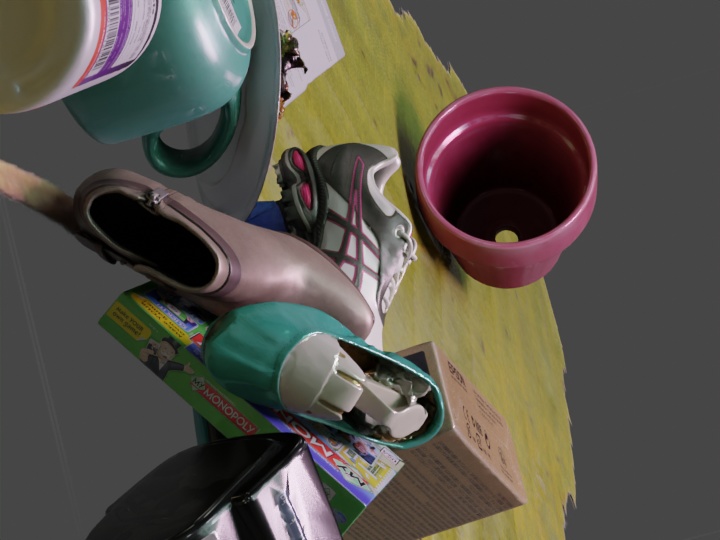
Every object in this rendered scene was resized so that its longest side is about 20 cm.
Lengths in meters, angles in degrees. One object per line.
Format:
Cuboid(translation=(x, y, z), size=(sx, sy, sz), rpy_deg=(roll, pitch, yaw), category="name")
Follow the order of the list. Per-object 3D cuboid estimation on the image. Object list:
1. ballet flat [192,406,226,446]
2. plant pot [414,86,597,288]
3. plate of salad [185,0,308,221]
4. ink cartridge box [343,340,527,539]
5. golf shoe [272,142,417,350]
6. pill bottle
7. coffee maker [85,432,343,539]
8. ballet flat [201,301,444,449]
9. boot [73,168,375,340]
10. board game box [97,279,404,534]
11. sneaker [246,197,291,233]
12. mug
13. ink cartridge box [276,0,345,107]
Cuboid(translation=(-0.074, 0.150, 1.434), size=(0.068, 0.068, 0.200), rpy_deg=(96, -9, -53), category="ballet flat")
Cuboid(translation=(0.160, -0.075, 2.457), size=(0.179, 0.200, 0.200), rpy_deg=(82, -2, -64), category="plant pot")
Cuboid(translation=(-0.082, -0.127, 1.580), size=(0.200, 0.048, 0.200), rpy_deg=(-177, -90, -68), category="plate of salad")
Cuboid(translation=(0.013, 0.136, 1.602), size=(0.200, 0.165, 0.075), rpy_deg=(48, 26, -63), category="ink cartridge box")
Cuboid(translation=(0.000, 0.000, 1.505), size=(0.077, 0.088, 0.200), rpy_deg=(81, -4, -68), category="golf shoe")
Cuboid(translation=(-0.179, -0.156, 1.283), size=(0.200, 0.111, 0.112), rpy_deg=(-49, 122, -75), category="pill bottle")
Cuboid(translation=(-0.057, 0.199, 1.301), size=(0.192, 0.135, 0.200), rpy_deg=(-61, 131, -68), category="coffee maker")
Cuboid(translation=(-0.012, 0.068, 1.375), size=(0.200, 0.070, 0.067), rpy_deg=(22, 95, -50), category="ballet flat")
Cuboid(translation=(-0.086, -0.001, 1.379), size=(0.146, 0.200, 0.070), rpy_deg=(-29, 143, -87), category="boot")
Cuboid(translation=(-0.066, 0.080, 1.422), size=(0.200, 0.029, 0.135), rpy_deg=(41, 12, 4), category="board game box")
Cuboid(translation=(-0.058, 0.012, 1.573), size=(0.200, 0.111, 0.077), rpy_deg=(-86, 156, -56), category="sneaker")
Cuboid(translation=(-0.132, -0.165, 1.477), size=(0.185, 0.114, 0.152), rpy_deg=(46, 31, -63), category="mug")
Cuboid(translation=(-0.093, -0.232, 1.790), size=(0.174, 0.044, 0.200), rpy_deg=(-47, 121, -59), category="ink cartridge box")
